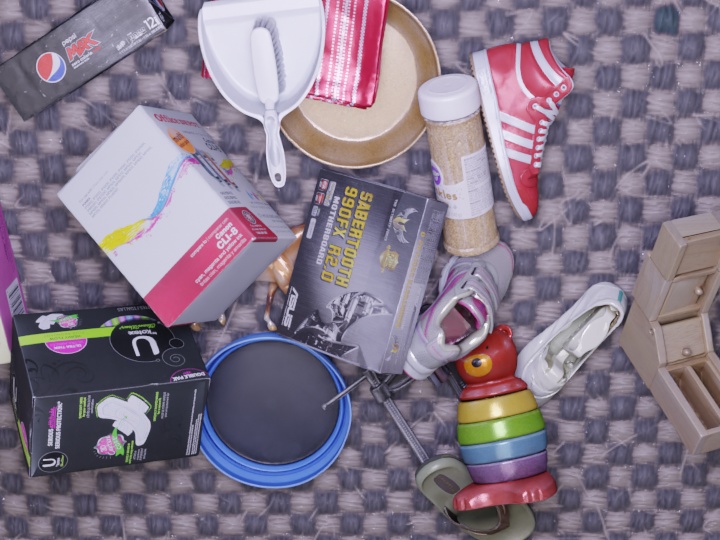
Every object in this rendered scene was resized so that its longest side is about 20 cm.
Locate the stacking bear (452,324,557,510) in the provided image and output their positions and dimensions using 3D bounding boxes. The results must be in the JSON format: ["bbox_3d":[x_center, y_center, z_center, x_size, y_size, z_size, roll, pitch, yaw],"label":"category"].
[{"bbox_3d":[0.160,0.168,1.535,0.120,0.113,0.202,-12,87,26],"label":"stacking bear"}]

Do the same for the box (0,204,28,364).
[{"bbox_3d":[-0.511,0.025,1.540,0.198,0.097,0.178,-9,108,4],"label":"box"}]

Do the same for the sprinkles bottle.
[{"bbox_3d":[0.112,-0.117,1.469,0.068,0.068,0.202,-9,119,5],"label":"sprinkles bottle"}]

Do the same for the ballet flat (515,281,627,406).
[{"bbox_3d":[0.243,0.097,1.556,0.069,0.070,0.200,38,105,-10],"label":"ballet flat"}]

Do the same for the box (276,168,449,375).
[{"bbox_3d":[0.000,0.000,1.473,0.157,0.048,0.202,19,95,36],"label":"box"}]

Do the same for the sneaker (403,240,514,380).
[{"bbox_3d":[0.125,0.041,1.491,0.081,0.088,0.201,45,62,-17],"label":"sneaker"}]

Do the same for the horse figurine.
[{"bbox_3d":[-0.136,0.007,1.545,0.198,0.050,0.134,4,105,3],"label":"horse figurine"}]

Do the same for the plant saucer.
[{"bbox_3d":[-0.008,-0.217,1.477,0.198,0.035,0.202,0,108,1],"label":"plant saucer"}]

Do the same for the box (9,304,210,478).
[{"bbox_3d":[-0.291,0.133,1.494,0.198,0.149,0.125,-4,128,-24],"label":"box"}]

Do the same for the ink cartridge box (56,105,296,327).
[{"bbox_3d":[-0.202,-0.061,1.446,0.145,0.145,0.200,-44,80,13],"label":"ink cartridge box"}]

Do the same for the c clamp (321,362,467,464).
[{"bbox_3d":[0.074,0.182,1.598,0.171,0.027,0.200,-40,105,-6],"label":"c clamp"}]

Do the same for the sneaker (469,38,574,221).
[{"bbox_3d":[0.200,-0.161,1.471,0.111,0.071,0.202,-15,105,10],"label":"sneaker"}]

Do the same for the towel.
[{"bbox_3d":[-0.070,-0.263,1.435,0.198,0.023,0.146,10,107,-1],"label":"towel"}]

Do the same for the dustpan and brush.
[{"bbox_3d":[-0.099,-0.194,1.414,0.138,0.057,0.202,-6,107,4],"label":"dustpan and brush"}]

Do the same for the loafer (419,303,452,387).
[{"bbox_3d":[0.057,0.042,1.537,0.063,0.072,0.201,-34,93,-2],"label":"loafer"}]

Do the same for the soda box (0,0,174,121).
[{"bbox_3d":[-0.310,-0.251,1.461,0.199,0.063,0.071,-30,104,10],"label":"soda box"}]

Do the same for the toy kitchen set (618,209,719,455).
[{"bbox_3d":[0.419,0.059,1.455,0.162,0.181,0.201,-12,140,-18],"label":"toy kitchen set"}]

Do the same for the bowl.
[{"bbox_3d":[-0.109,0.169,1.604,0.198,0.039,0.203,1,108,2],"label":"bowl"}]

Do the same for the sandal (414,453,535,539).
[{"bbox_3d":[0.141,0.294,1.605,0.200,0.057,0.080,35,105,-35],"label":"sandal"}]
